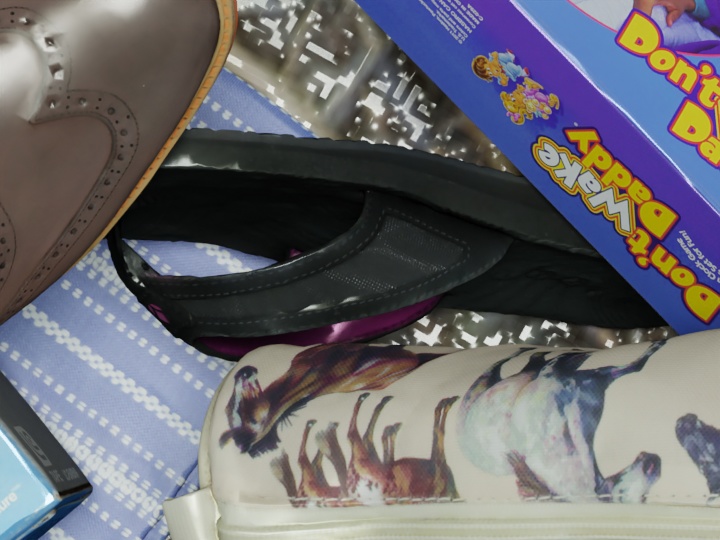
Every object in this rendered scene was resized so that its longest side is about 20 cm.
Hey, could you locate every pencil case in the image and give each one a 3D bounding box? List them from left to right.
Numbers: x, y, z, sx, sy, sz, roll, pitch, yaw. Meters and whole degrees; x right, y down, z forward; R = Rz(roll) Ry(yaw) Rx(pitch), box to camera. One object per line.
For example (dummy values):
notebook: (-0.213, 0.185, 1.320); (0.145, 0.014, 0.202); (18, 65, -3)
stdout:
pencil case: (0.058, 0.051, 0.697); (0.200, 0.089, 0.078); (-4, 89, 27)

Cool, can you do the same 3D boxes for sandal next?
sandal: (0.001, 0.000, 0.758); (0.200, 0.075, 0.048); (8, 72, -16)

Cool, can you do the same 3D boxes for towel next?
towel: (-0.102, 0.021, 0.809); (0.145, 0.024, 0.200); (35, 85, 3)

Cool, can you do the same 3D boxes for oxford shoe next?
oxford shoe: (-0.106, -0.002, 0.679); (0.200, 0.073, 0.071); (-41, 107, 6)

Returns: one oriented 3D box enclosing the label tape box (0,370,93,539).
label tape box: (-0.187, 0.026, 0.760); (0.144, 0.063, 0.200); (-40, 88, 3)

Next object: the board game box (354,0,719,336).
board game box: (0.096, -0.062, 0.768); (0.200, 0.045, 0.134); (46, 55, 2)
